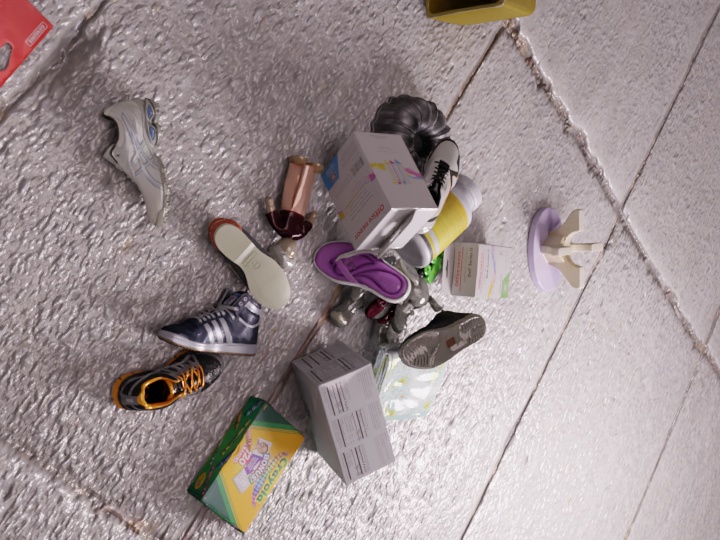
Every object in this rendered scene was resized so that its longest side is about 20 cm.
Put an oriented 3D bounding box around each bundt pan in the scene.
[{"bbox_3d":[0.113,-0.258,1.644,0.199,0.075,0.207,-5,97,-39],"label":"bundt pan"}]

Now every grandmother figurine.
[{"bbox_3d":[-0.125,-0.103,1.467,0.119,0.060,0.204,15,81,-31],"label":"grandmother figurine"}]

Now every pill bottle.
[{"bbox_3d":[0.158,-0.107,1.660,0.200,0.111,0.113,-42,118,-23],"label":"pill bottle"}]

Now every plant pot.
[{"bbox_3d":[0.274,-0.614,1.683,0.198,0.193,0.199,1,93,-48],"label":"plant pot"}]

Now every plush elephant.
[{"bbox_3d":[0.070,0.059,1.579,0.164,0.153,0.202,41,69,-35],"label":"plush elephant"}]

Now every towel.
[{"bbox_3d":[0.095,0.226,1.643,0.197,0.048,0.174,-1,121,-41],"label":"towel"}]

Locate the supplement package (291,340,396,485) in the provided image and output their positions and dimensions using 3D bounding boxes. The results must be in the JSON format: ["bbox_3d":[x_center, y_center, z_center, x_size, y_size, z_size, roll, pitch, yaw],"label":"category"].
[{"bbox_3d":[-0.032,0.259,1.498,0.109,0.155,0.204,-20,107,-18],"label":"supplement package"}]

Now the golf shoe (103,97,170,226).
[{"bbox_3d":[-0.353,-0.166,1.270,0.095,0.078,0.205,-10,95,-22],"label":"golf shoe"}]

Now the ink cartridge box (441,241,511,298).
[{"bbox_3d":[0.256,0.000,1.765,0.198,0.066,0.120,2,92,-53],"label":"ink cartridge box"}]

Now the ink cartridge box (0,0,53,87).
[{"bbox_3d":[-0.541,-0.336,1.101,0.176,0.044,0.202,45,66,-32],"label":"ink cartridge box"}]

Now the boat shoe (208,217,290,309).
[{"bbox_3d":[-0.194,-0.014,1.411,0.071,0.062,0.201,-44,122,-8],"label":"boat shoe"}]

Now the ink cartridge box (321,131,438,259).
[{"bbox_3d":[0.038,-0.135,1.496,0.124,0.129,0.203,-4,60,-41],"label":"ink cartridge box"}]

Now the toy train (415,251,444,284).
[{"bbox_3d":[0.176,-0.060,1.738,0.202,0.041,0.057,-59,135,-20],"label":"toy train"}]

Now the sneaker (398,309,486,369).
[{"bbox_3d":[0.143,0.136,1.596,0.197,0.106,0.076,-18,103,-26],"label":"sneaker"}]

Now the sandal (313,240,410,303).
[{"bbox_3d":[0.003,-0.007,1.500,0.084,0.199,0.050,-65,163,-12],"label":"sandal"}]

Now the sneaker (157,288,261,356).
[{"bbox_3d":[-0.249,0.081,1.366,0.198,0.069,0.111,13,90,-47],"label":"sneaker"}]

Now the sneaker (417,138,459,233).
[{"bbox_3d":[0.151,-0.170,1.567,0.072,0.080,0.203,21,73,-2],"label":"sneaker"}]

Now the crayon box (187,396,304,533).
[{"bbox_3d":[-0.201,0.344,1.437,0.119,0.058,0.202,48,64,-32],"label":"crayon box"}]

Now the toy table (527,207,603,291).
[{"bbox_3d":[0.490,-0.050,1.955,0.182,0.116,0.204,-20,106,-37],"label":"toy table"}]

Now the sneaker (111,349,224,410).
[{"bbox_3d":[-0.303,0.186,1.326,0.198,0.076,0.080,-20,105,-39],"label":"sneaker"}]
